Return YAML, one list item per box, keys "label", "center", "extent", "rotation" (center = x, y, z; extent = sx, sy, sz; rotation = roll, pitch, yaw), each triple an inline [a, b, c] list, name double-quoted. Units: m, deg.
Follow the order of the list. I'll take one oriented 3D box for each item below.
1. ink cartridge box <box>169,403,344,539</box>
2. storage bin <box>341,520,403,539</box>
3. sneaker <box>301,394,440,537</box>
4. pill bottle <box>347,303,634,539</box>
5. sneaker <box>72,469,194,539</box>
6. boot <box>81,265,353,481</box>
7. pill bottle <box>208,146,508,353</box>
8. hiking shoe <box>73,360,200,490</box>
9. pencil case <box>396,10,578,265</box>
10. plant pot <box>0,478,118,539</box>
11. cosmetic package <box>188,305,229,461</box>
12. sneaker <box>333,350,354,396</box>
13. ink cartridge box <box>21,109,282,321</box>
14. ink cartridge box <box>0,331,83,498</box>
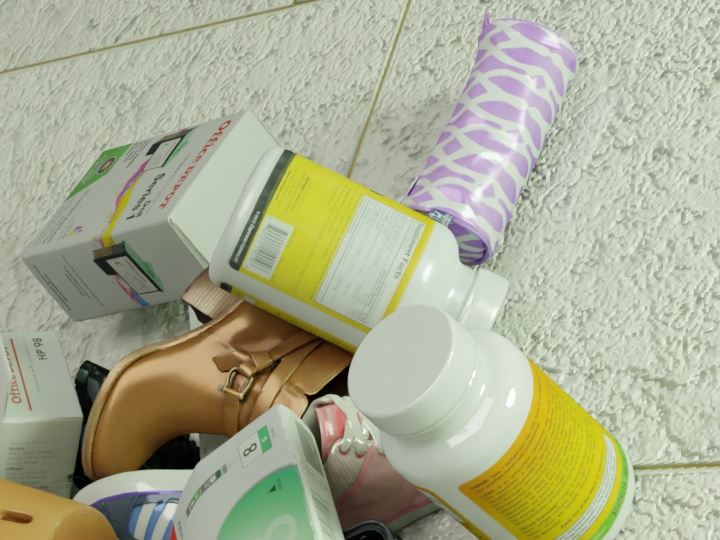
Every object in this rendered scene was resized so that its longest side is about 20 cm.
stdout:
- label: "ink cartridge box"
  center: [-0.104, 0.201, 1.458]
  extent: [0.200, 0.050, 0.161]
  rotation: [-36, 33, 10]
- label: "storage bin"
  center: [-0.032, 0.270, 1.440]
  extent: [0.200, 0.094, 0.135]
  rotation: [-28, 41, 25]
- label: "sneaker"
  center: [0.030, 0.116, 1.532]
  extent: [0.200, 0.105, 0.075]
  rotation: [-34, 39, 16]
- label: "pill bottle"
  center: [0.082, 0.107, 1.411]
  extent: [0.111, 0.200, 0.111]
  rotation: [-25, 44, 26]
- label: "sneaker"
  center: [-0.132, 0.225, 1.591]
  extent: [0.200, 0.081, 0.147]
  rotation: [-9, 62, 24]
- label: "boot"
  center: [-0.102, 0.105, 1.615]
  extent: [0.155, 0.077, 0.200]
  rotation: [34, 79, 32]
- label: "pill bottle"
  center: [0.000, 0.000, 1.571]
  extent: [0.112, 0.200, 0.112]
  rotation: [-64, 1, 2]
- label: "hiking shoe"
  center: [-0.189, 0.150, 1.751]
  extent: [0.087, 0.074, 0.200]
  rotation: [-60, 31, 6]
- label: "pencil case"
  center: [0.095, -0.099, 1.665]
  extent: [0.085, 0.084, 0.200]
  rotation: [19, 65, 18]
- label: "plant pot"
  center: [-0.259, 0.236, 1.558]
  extent: [0.140, 0.200, 0.200]
  rotation: [0, 56, 23]
- label: "cosmetic package"
  center: [-0.086, 0.088, 1.709]
  extent: [0.083, 0.051, 0.200]
  rotation: [-32, 41, 21]
- label: "sneaker"
  center: [-0.026, 0.051, 1.663]
  extent: [0.073, 0.077, 0.200]
  rotation: [-30, 45, 20]
- label: "ink cartridge box"
  center: [-0.166, -0.045, 1.833]
  extent: [0.200, 0.084, 0.145]
  rotation: [-12, 35, 44]
- label: "ink cartridge box"
  center: [-0.271, 0.130, 1.749]
  extent: [0.116, 0.067, 0.200]
  rotation: [-117, 34, -50]
